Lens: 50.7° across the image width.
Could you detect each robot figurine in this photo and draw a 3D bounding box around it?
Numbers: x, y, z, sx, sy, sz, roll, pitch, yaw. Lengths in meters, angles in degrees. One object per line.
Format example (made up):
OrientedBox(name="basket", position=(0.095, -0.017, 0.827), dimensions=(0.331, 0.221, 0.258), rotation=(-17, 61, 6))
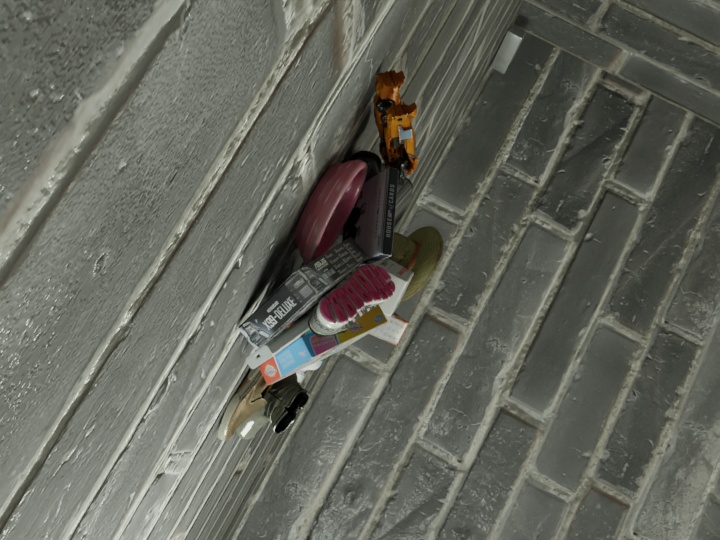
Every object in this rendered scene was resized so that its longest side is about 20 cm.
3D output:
OrientedBox(name="robot figurine", position=(0.061, -0.236, 1.295), dimensions=(0.200, 0.058, 0.146), rotation=(81, -6, -62))

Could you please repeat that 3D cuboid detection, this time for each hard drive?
OrientedBox(name="hard drive", position=(-0.103, 0.099, 1.343), dimensions=(0.200, 0.026, 0.132), rotation=(-35, 180, -30))

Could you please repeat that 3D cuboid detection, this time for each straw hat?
OrientedBox(name="straw hat", position=(0.082, -0.036, 1.647), dimensions=(0.201, 0.085, 0.202), rotation=(-40, -150, 29))

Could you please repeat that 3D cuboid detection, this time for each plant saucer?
OrientedBox(name="plant saucer", position=(-0.055, -0.103, 1.289), dimensions=(0.201, 0.051, 0.201), rotation=(-62, 174, -10))

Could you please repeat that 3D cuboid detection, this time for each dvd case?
OrientedBox(name="dvd case", position=(0.012, -0.085, 1.342), dimensions=(0.200, 0.025, 0.151), rotation=(162, -65, -66))

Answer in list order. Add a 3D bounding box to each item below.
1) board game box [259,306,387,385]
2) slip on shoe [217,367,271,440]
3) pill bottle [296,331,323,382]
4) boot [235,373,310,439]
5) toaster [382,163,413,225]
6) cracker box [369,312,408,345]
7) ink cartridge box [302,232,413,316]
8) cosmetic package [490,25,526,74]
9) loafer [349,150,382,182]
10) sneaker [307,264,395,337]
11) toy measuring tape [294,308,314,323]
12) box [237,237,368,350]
OrientedBox(name="board game box", position=(-0.067, 0.134, 1.385), dimensions=(0.200, 0.040, 0.153), rotation=(-21, 170, -45))
OrientedBox(name="slip on shoe", position=(-0.214, 0.253, 1.513), dimensions=(0.201, 0.060, 0.076), rotation=(-61, 175, -17))
OrientedBox(name="pill bottle", position=(-0.112, 0.139, 1.652), dimensions=(0.201, 0.110, 0.111), rotation=(-62, 175, -7))
OrientedBox(name="boot", position=(-0.186, 0.291, 1.547), dimensions=(0.200, 0.068, 0.131), rotation=(-53, -150, 11))
OrientedBox(name="toaster", position=(0.031, -0.133, 1.627), dimensions=(0.129, 0.113, 0.200), rotation=(-54, 176, -43))
OrientedBox(name="cracker box", position=(-0.017, 0.074, 1.550), dimensions=(0.058, 0.199, 0.134), rotation=(-61, -153, 5))
OrientedBox(name="ink cartridge box", position=(0.000, 0.000, 1.530), dimensions=(0.085, 0.199, 0.146), rotation=(-63, 175, 10))
OrientedBox(name="cosmetic package", position=(0.720, -1.080, 3.710), dimensions=(0.108, 0.085, 0.200), rotation=(-54, 172, -49))
OrientedBox(name="loafer", position=(0.006, -0.185, 1.425), dimensions=(0.200, 0.073, 0.072), rotation=(109, -2, -76))
OrientedBox(name="sneaker", position=(-0.020, 0.054, 1.282), dimensions=(0.200, 0.074, 0.087), rotation=(-33, 173, -48))
OrientedBox(name="toy measuring tape", position=(-0.119, 0.061, 1.437), dimensions=(0.074, 0.073, 0.200), rotation=(-58, 168, -38))
OrientedBox(name="box", position=(-0.090, 0.034, 1.235), dimensions=(0.158, 0.050, 0.200), rotation=(-43, 177, 30))
